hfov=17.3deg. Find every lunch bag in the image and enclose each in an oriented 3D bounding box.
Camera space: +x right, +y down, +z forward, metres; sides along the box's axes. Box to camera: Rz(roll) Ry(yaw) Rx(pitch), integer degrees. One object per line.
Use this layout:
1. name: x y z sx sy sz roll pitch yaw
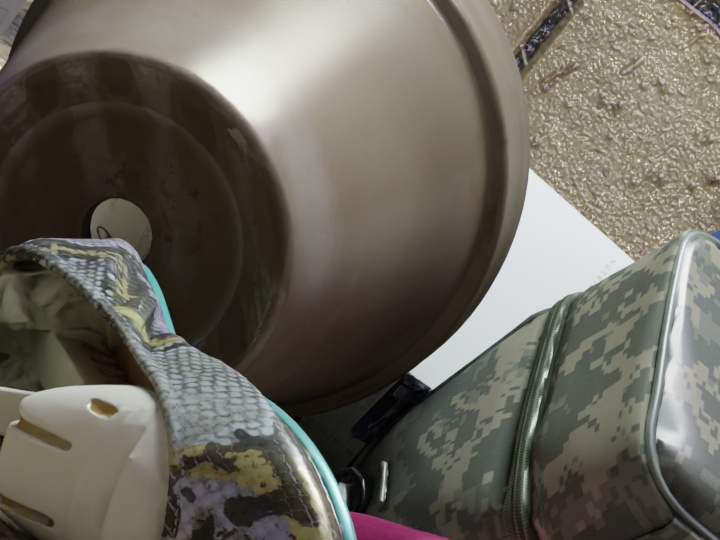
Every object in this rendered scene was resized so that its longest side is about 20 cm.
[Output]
1. lunch bag: 0.106 0.104 0.839 0.200 0.168 0.140 38 39 -23

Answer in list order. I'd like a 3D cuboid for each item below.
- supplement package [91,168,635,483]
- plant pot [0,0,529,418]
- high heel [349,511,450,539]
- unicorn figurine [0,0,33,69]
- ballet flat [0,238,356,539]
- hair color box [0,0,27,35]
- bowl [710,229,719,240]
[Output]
1. supplement package: 0.000 0.000 0.973 0.200 0.117 0.117 41 -33 2
2. plant pot: -0.055 -0.028 0.808 0.200 0.200 0.174 39 21 4
3. high heel: 0.072 0.137 0.764 0.199 0.067 0.096 21 23 -34
4. unicorn figurine: -0.212 -0.121 1.074 0.137 0.074 0.200 28 9 1
5. ballet flat: -0.066 0.045 0.608 0.072 0.072 0.200 37 3 -30
6. hair color box: -0.124 -0.102 0.661 0.065 0.200 0.109 39 3 3
7. bowl: 0.209 0.055 0.905 0.200 0.039 0.201 27 -20 11
